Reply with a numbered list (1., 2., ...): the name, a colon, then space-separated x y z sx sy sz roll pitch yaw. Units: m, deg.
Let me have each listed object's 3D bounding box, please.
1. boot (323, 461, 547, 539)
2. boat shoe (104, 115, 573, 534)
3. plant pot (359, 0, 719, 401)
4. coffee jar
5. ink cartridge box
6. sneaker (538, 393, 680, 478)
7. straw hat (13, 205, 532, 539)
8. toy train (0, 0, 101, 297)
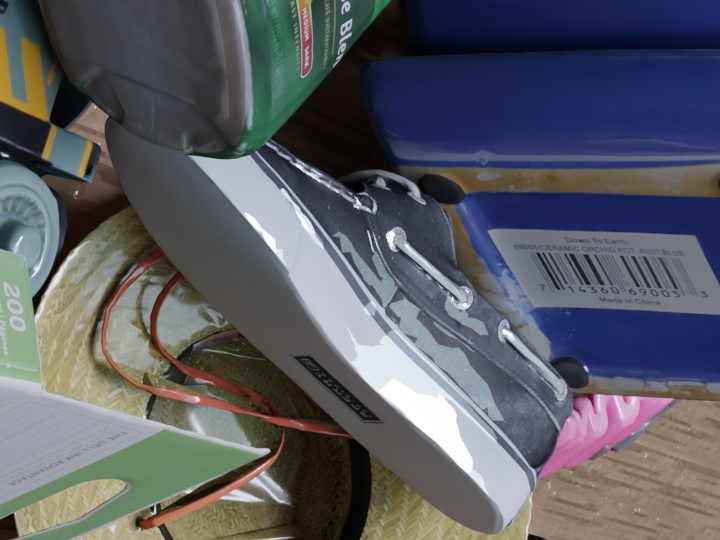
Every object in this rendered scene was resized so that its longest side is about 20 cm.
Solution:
1. boot: 0.002 0.139 0.965 0.198 0.073 0.163 -41 137 -21
2. boat shoe: 0.000 0.000 0.783 0.200 0.072 0.068 45 67 -23
3. plant pot: 0.120 -0.066 0.845 0.200 0.198 0.181 55 47 -46
4. coffee jar: -0.008 -0.129 0.721 0.200 0.085 0.105 -48 146 -35
5. ink cartridge box: -0.143 0.042 0.692 0.199 0.145 0.048 16 56 -52
6. sneaker: 0.059 0.036 0.963 0.079 0.096 0.199 -37 166 34
7. straw hat: -0.042 0.068 0.853 0.199 0.085 0.203 2 86 -21
8. toy train: -0.147 -0.060 0.681 0.199 0.085 0.115 23 82 -52
